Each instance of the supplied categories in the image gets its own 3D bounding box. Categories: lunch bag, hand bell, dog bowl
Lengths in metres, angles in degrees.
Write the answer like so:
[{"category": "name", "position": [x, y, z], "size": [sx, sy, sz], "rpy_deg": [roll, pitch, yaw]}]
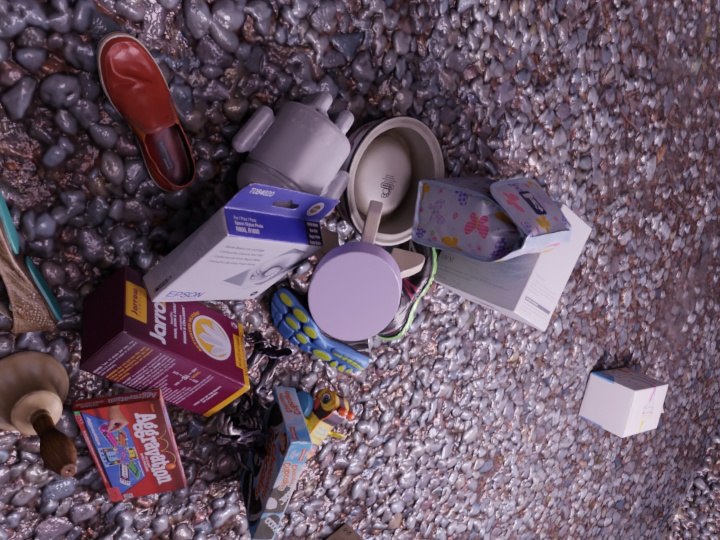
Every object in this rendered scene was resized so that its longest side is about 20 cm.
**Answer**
[{"category": "lunch bag", "position": [0.209, -0.082, 1.025], "size": [0.169, 0.200, 0.128], "rpy_deg": [-11, 116, -47]}, {"category": "hand bell", "position": [-0.352, 0.173, 0.740], "size": [0.104, 0.200, 0.104], "rpy_deg": [-14, 113, -35]}, {"category": "dog bowl", "position": [0.036, -0.143, 1.035], "size": [0.200, 0.074, 0.201], "rpy_deg": [-15, 115, -36]}]

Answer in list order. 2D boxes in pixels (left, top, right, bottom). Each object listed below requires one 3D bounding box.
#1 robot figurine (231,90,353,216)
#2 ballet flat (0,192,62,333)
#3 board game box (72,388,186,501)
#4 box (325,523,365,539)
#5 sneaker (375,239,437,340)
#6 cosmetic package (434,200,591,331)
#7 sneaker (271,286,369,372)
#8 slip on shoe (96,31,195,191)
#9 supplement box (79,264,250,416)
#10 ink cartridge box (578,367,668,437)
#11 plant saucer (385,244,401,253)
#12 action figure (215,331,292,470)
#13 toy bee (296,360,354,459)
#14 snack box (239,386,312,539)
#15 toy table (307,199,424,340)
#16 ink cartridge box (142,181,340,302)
[{"category": "robot figurine", "position": [-0.091, -0.147, 0.901], "size": [0.169, 0.113, 0.200], "rpy_deg": [35, 82, -22]}, {"category": "ballet flat", "position": [-0.398, -0.012, 0.729], "size": [0.065, 0.070, 0.201], "rpy_deg": [-22, 116, -16]}, {"category": "board game box", "position": [-0.295, 0.232, 0.865], "size": [0.103, 0.019, 0.200], "rpy_deg": [-8, 131, -10]}, {"category": "box", "position": [-0.071, 0.566, 1.195], "size": [0.200, 0.078, 0.095], "rpy_deg": [-28, 122, -29]}, {"category": "sneaker", "position": [0.064, 0.020, 1.092], "size": [0.084, 0.077, 0.201], "rpy_deg": [15, 94, -45]}, {"category": "cosmetic package", "position": [0.262, -0.030, 1.177], "size": [0.123, 0.199, 0.200], "rpy_deg": [28, 86, -43]}, {"category": "sneaker", "position": [-0.061, 0.086, 1.044], "size": [0.199, 0.071, 0.083], "rpy_deg": [38, 42, -28]}, {"category": "slip on shoe", "position": [-0.248, -0.185, 0.793], "size": [0.074, 0.061, 0.200], "rpy_deg": [-31, 122, -25]}, {"category": "supplement box", "position": [-0.244, 0.094, 0.845], "size": [0.086, 0.111, 0.200], "rpy_deg": [-35, 135, 20]}, {"category": "ink cartridge box", "position": [0.683, 0.332, 1.706], "size": [0.200, 0.128, 0.126], "rpy_deg": [1, 105, -41]}, {"category": "plant saucer", "position": [0.035, 0.030, 1.134], "size": [0.200, 0.019, 0.070], "rpy_deg": [-55, 130, -9]}, {"category": "action figure", "position": [-0.170, 0.191, 0.946], "size": [0.102, 0.119, 0.201], "rpy_deg": [10, 105, -38]}, {"category": "toy bee", "position": [-0.067, 0.229, 1.060], "size": [0.131, 0.109, 0.201], "rpy_deg": [8, 100, -39]}, {"category": "snack box", "position": [-0.129, 0.287, 0.985], "size": [0.037, 0.116, 0.200], "rpy_deg": [9, 117, -25]}, {"category": "toy table", "position": [0.000, 0.000, 0.960], "size": [0.183, 0.200, 0.117], "rpy_deg": [22, 47, -11]}, {"category": "ink cartridge box", "position": [-0.138, -0.027, 0.841], "size": [0.200, 0.041, 0.199], "rpy_deg": [-37, 161, 25]}]
